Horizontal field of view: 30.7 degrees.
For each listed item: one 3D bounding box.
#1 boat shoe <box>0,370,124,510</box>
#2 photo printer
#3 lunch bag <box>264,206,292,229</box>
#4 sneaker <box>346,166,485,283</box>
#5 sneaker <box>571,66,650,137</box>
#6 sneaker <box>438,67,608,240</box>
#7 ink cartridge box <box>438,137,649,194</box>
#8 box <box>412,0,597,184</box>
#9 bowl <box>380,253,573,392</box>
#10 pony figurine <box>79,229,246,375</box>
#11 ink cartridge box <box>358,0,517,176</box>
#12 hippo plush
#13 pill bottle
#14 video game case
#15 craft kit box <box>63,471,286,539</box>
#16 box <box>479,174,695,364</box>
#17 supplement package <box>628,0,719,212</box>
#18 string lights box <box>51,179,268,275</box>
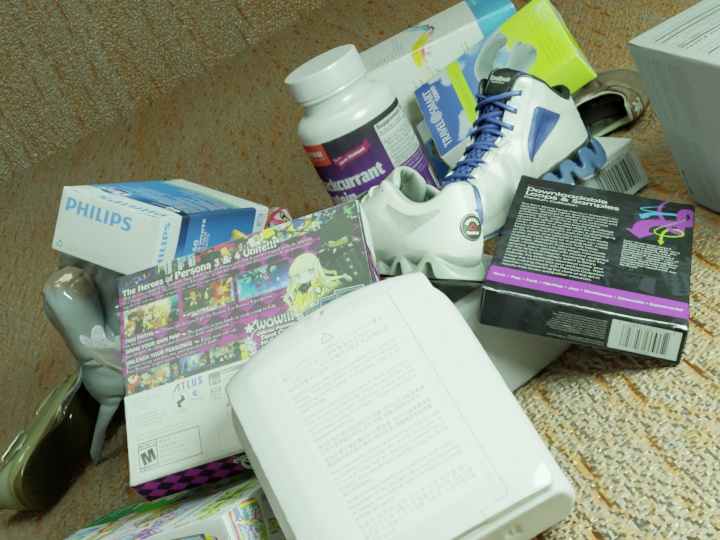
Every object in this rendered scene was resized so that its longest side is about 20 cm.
[{"bbox_3d":[-0.288,0.153,1.261,0.063,0.073,0.201,-11,32,30],"label":"boat shoe"},{"bbox_3d":[0.014,0.104,0.820,0.166,0.070,0.200,-31,56,-2],"label":"photo printer"},{"bbox_3d":[-0.156,0.017,1.405,0.176,0.082,0.200,-21,21,22],"label":"lunch bag"},{"bbox_3d":[0.022,-0.036,1.033,0.074,0.089,0.200,2,0,-44],"label":"sneaker"},{"bbox_3d":[0.206,-0.161,1.377,0.199,0.071,0.076,-19,22,27],"label":"sneaker"},{"bbox_3d":[0.115,-0.106,1.120,0.199,0.115,0.080,-31,19,-27],"label":"sneaker"},{"bbox_3d":[0.170,-0.081,1.256,0.109,0.050,0.200,-34,19,-18],"label":"ink cartridge box"},{"bbox_3d":[0.140,-0.189,1.388,0.200,0.048,0.122,-36,42,18],"label":"box"},{"bbox_3d":[0.055,0.050,1.044,0.199,0.075,0.200,-34,21,-15],"label":"bowl"},{"bbox_3d":[-0.116,0.074,1.078,0.193,0.166,0.200,34,97,52],"label":"pony figurine"},{"bbox_3d":[0.108,-0.216,1.537,0.199,0.147,0.146,-25,20,8],"label":"ink cartridge box"},{"bbox_3d":[-0.192,0.046,1.218,0.160,0.160,0.201,-7,50,17],"label":"hippo plush"},{"bbox_3d":[0.002,-0.130,1.379,0.111,0.200,0.111,-25,19,9],"label":"pill bottle"},{"bbox_3d":[-0.076,0.055,0.947,0.199,0.036,0.182,-18,54,8],"label":"video game case"},{"bbox_3d":[-0.131,0.185,0.907,0.197,0.049,0.200,-18,1,19],"label":"craft kit box"},{"bbox_3d":[0.175,-0.007,0.981,0.142,0.036,0.200,11,31,10],"label":"box"},{"bbox_3d":[0.332,-0.132,1.001,0.150,0.152,0.200,-29,19,-4],"label":"supplement package"},{"bbox_3d":[-0.176,-0.041,1.187,0.102,0.059,0.200,18,12,20],"label":"string lights box"}]
